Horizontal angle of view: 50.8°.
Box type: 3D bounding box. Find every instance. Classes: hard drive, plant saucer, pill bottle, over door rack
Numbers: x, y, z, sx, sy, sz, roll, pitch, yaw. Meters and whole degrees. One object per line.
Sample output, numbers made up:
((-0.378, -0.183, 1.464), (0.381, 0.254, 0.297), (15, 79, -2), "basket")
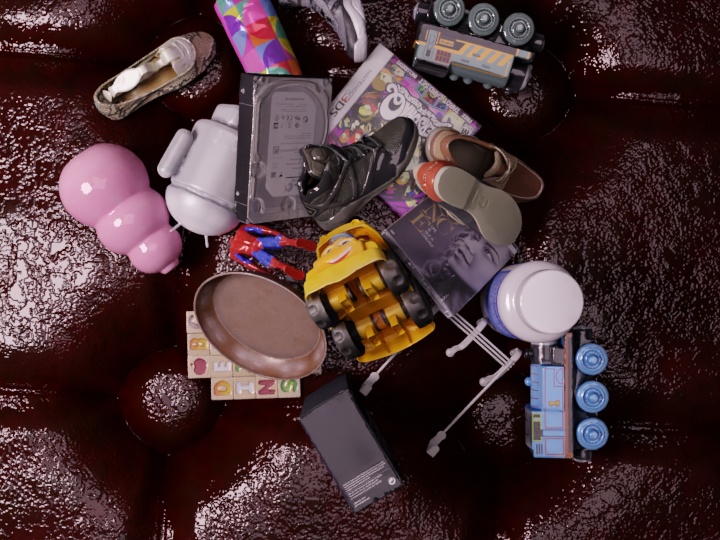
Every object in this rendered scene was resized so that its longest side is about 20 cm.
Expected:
((-0.107, -0.170, 1.056), (0.140, 0.038, 0.201), (-11, 115, -43), "hard drive")
((-0.136, 0.072, 1.062), (0.200, 0.200, 0.035), (28, 45, -1), "plant saucer")
((0.238, 0.043, 1.051), (0.112, 0.200, 0.112), (0, 89, -2), "pill bottle")
((0.115, 0.145, 1.114), (0.148, 0.067, 0.200), (41, 94, 1), "over door rack")

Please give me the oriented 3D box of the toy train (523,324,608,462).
((0.297, 0.179, 1.108), (0.114, 0.087, 0.201), (-1, 90, 4), "toy train")

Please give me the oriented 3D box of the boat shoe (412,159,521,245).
((0.155, -0.096, 1.070), (0.200, 0.063, 0.071), (27, 89, -39), "boat shoe")

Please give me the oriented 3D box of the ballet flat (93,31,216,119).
((-0.299, -0.288, 1.103), (0.200, 0.075, 0.068), (-33, 89, -3), "ballet flat")

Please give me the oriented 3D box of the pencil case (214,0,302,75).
((-0.143, -0.323, 1.106), (0.088, 0.088, 0.200), (-23, 87, -2), "pencil case")

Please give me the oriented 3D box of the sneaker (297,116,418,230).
((-0.009, -0.155, 1.056), (0.199, 0.114, 0.076), (-41, 48, 3), "sneaker")

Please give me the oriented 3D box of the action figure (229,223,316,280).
((-0.132, -0.028, 1.055), (0.052, 0.200, 0.066), (21, 87, -39), "action figure")

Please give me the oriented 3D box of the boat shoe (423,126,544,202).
((0.186, -0.146, 1.099), (0.200, 0.072, 0.076), (18, 96, -21), "boat shoe")

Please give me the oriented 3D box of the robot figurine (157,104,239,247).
((-0.205, -0.136, 1.081), (0.169, 0.113, 0.200), (24, 86, -36), "robot figurine")

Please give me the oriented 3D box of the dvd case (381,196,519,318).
((0.134, -0.041, 1.081), (0.149, 0.016, 0.200), (51, 48, 0), "dvd case")

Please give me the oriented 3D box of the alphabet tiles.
((-0.158, 0.108, 1.132), (0.199, 0.006, 0.167), (-2, 89, -2), "alphabet tiles")

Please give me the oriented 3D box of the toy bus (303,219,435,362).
((0.000, 0.000, 1.047), (0.135, 0.200, 0.192), (-25, 51, 11), "toy bus")

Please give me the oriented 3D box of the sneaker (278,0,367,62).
((-0.060, -0.391, 1.117), (0.114, 0.075, 0.201), (-16, 83, -2), "sneaker")

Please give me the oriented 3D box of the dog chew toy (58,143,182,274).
((-0.331, -0.080, 1.079), (0.124, 0.125, 0.200), (-38, 98, -3), "dog chew toy")

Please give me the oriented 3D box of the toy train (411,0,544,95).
((0.168, -0.333, 1.123), (0.199, 0.085, 0.114), (14, 100, -3), "toy train")

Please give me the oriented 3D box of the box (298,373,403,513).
((-0.015, 0.227, 1.037), (0.079, 0.200, 0.141), (-28, 89, -2), "box")

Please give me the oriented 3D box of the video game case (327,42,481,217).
((0.048, -0.206, 1.133), (0.200, 0.036, 0.181), (40, 89, -1), "video game case")
